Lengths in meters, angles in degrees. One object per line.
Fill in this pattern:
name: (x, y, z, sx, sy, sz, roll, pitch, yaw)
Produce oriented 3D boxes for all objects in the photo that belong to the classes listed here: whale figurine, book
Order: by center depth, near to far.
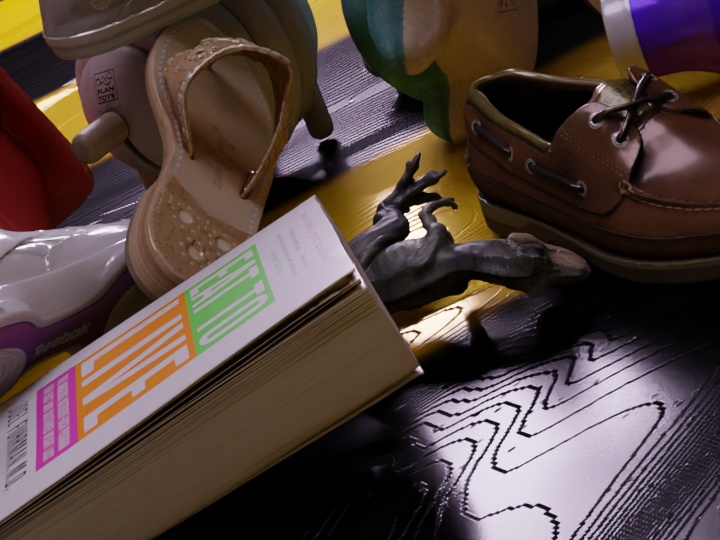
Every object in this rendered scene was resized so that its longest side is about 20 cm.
book: (-0.083, 0.054, 0.712, 0.199, 0.048, 0.134, -34, 20, 1)
whale figurine: (0.028, -0.144, 0.945, 0.103, 0.160, 0.200, -1, 12, 18)

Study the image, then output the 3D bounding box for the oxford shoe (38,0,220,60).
oxford shoe: (-0.077, -0.172, 0.931, 0.199, 0.058, 0.075, -30, 26, -22)

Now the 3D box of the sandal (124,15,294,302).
sandal: (-0.055, -0.069, 0.850, 0.070, 0.077, 0.212, -43, 26, 32)

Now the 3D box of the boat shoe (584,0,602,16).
boat shoe: (0.211, -0.208, 1.041, 0.199, 0.074, 0.063, -20, 24, 8)

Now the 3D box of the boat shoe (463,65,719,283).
boat shoe: (0.107, -0.044, 0.753, 0.072, 0.068, 0.200, -33, 24, -30)

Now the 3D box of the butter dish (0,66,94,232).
butter dish: (-0.234, -0.005, 0.884, 0.199, 0.200, 0.148, -33, 50, 4)

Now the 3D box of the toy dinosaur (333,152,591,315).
toy dinosaur: (0.000, 0.000, 0.790, 0.199, 0.048, 0.088, -18, 28, 21)

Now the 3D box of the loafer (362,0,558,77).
loafer: (0.082, -0.175, 1.105, 0.200, 0.068, 0.076, -47, 29, -17)

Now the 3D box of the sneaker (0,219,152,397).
sneaker: (-0.153, 0.000, 0.813, 0.099, 0.075, 0.200, 39, 28, 18)

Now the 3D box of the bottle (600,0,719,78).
bottle: (0.212, -0.135, 0.849, 0.199, 0.084, 0.065, -16, 34, 19)

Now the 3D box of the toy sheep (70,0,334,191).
toy sheep: (-0.089, -0.106, 1.008, 0.137, 0.138, 0.200, -7, 25, 34)

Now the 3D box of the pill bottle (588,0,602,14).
pill bottle: (0.190, -0.205, 0.912, 0.112, 0.112, 0.200, -42, -3, -41)
